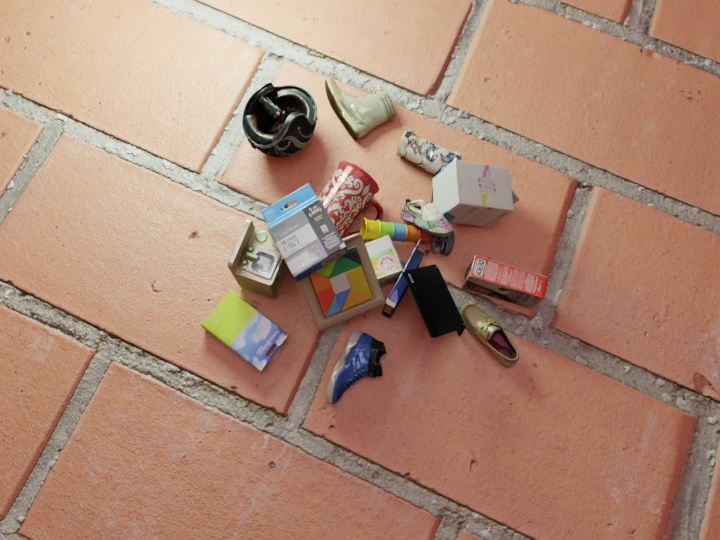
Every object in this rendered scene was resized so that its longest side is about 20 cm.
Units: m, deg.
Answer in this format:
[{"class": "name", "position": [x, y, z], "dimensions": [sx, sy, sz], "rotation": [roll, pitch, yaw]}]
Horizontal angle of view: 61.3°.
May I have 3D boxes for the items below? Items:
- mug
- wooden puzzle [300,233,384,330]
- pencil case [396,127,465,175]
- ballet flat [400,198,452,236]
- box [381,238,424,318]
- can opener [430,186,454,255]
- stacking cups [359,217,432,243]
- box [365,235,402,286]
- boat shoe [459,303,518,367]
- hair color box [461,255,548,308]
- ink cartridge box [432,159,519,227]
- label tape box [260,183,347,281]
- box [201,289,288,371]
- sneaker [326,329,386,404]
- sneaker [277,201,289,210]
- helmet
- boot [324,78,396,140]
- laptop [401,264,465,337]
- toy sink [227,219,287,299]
[{"class": "mug", "position": [-0.041, -0.167, 1.641], "dimensions": [0.177, 0.134, 0.201], "rotation": [34, 78, 10]}, {"class": "wooden puzzle", "position": [-0.050, 0.031, 1.499], "dimensions": [0.183, 0.037, 0.202], "rotation": [-22, 106, -7]}, {"class": "pencil case", "position": [0.194, -0.330, 1.721], "dimensions": [0.198, 0.078, 0.090], "rotation": [28, 93, 7]}, {"class": "ballet flat", "position": [0.170, -0.149, 1.616], "dimensions": [0.068, 0.200, 0.072], "rotation": [-17, 117, -26]}, {"class": "box", "position": [0.118, 0.022, 1.589], "dimensions": [0.032, 0.121, 0.202], "rotation": [27, 74, 6]}, {"class": "can opener", "position": [0.229, -0.141, 1.689], "dimensions": [0.066, 0.053, 0.203], "rotation": [17, 69, -30]}, {"class": "stacking cups", "position": [0.099, -0.099, 1.637], "dimensions": [0.197, 0.060, 0.061], "rotation": [7, 72, -17]}, {"class": "box", "position": [0.000, 0.000, 1.597], "dimensions": [0.198, 0.113, 0.103], "rotation": [-20, 77, -8]}, {"class": "boat shoe", "position": [0.342, 0.161, 1.582], "dimensions": [0.074, 0.066, 0.200], "rotation": [-41, 78, -13]}, {"class": "hair color box", "position": [0.378, 0.032, 1.600], "dimensions": [0.197, 0.111, 0.065], "rotation": [18, 73, 5]}, {"class": "ink cartridge box", "position": [0.312, -0.203, 1.638], "dimensions": [0.197, 0.128, 0.127], "rotation": [5, 72, -22]}, {"class": "label tape box", "position": [-0.140, -0.098, 1.439], "dimensions": [0.143, 0.063, 0.202], "rotation": [-30, 79, -2]}, {"class": "box", "position": [-0.297, 0.158, 1.573], "dimensions": [0.199, 0.048, 0.122], "rotation": [36, 76, 9]}, {"class": "sneaker", "position": [-0.004, 0.258, 1.536], "dimensions": [0.110, 0.077, 0.202], "rotation": [21, 67, 15]}, {"class": "sneaker", "position": [-0.195, -0.137, 1.601], "dimensions": [0.060, 0.200, 0.104], "rotation": [-42, 94, -12]}, {"class": "helmet", "position": [-0.216, -0.413, 1.678], "dimensions": [0.197, 0.190, 0.203], "rotation": [4, 101, 22]}, {"class": "boot", "position": [-0.002, -0.497, 1.772], "dimensions": [0.154, 0.072, 0.201], "rotation": [-30, 81, -10]}, {"class": "laptop", "position": [0.183, 0.088, 1.534], "dimensions": [0.102, 0.200, 0.179], "rotation": [-22, 75, -3]}, {"class": "toy sink", "position": [-0.249, -0.024, 1.552], "dimensions": [0.111, 0.200, 0.132], "rotation": [19, 72, 5]}]
